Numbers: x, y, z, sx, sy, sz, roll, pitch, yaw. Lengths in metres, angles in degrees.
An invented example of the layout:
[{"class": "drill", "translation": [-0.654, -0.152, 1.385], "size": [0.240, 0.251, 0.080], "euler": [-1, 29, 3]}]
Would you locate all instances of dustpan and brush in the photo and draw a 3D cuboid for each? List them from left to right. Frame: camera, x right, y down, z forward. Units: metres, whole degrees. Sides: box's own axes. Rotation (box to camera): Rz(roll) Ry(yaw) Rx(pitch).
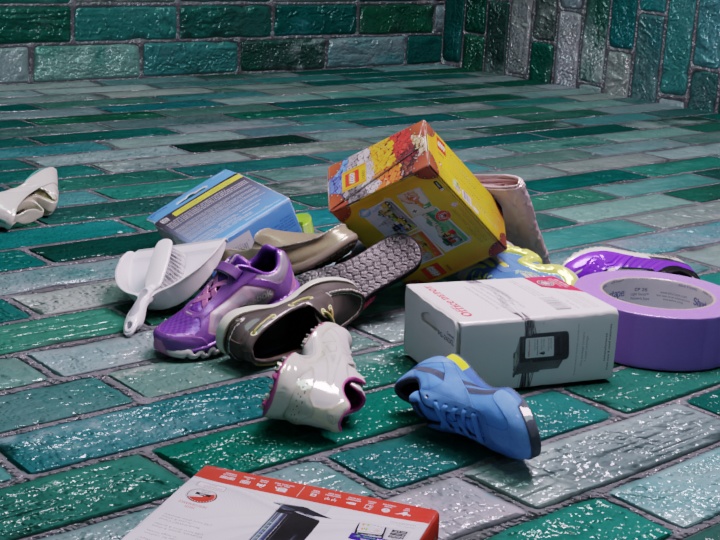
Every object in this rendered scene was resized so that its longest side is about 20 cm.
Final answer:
[{"class": "dustpan and brush", "translation": [-0.247, 0.018, 1.584], "size": [0.138, 0.058, 0.201], "euler": [-7, 44, 17]}]

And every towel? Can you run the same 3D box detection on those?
[{"class": "towel", "translation": [0.156, -0.070, 1.806], "size": [0.189, 0.200, 0.032], "euler": [8, 60, 26]}]

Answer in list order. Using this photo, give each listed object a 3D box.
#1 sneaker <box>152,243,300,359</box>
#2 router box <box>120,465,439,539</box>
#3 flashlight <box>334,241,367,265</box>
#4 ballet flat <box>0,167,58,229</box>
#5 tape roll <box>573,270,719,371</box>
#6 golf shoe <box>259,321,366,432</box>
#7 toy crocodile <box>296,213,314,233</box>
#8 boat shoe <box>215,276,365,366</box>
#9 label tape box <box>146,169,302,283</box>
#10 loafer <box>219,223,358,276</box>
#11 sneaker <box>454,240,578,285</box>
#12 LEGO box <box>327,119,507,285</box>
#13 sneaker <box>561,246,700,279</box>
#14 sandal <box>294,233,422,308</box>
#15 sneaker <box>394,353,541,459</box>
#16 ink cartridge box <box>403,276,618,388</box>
[{"class": "sneaker", "translation": [-0.152, 0.030, 1.483], "size": [0.199, 0.089, 0.080], "euler": [-26, 35, -32]}, {"class": "router box", "translation": [-0.061, 0.213, 0.952], "size": [0.198, 0.049, 0.179], "euler": [8, 16, 17]}, {"class": "flashlight", "translation": [0.000, 0.000, 1.721], "size": [0.067, 0.068, 0.200], "euler": [-28, 6, 12]}, {"class": "ballet flat", "translation": [-0.503, -0.103, 2.006], "size": [0.069, 0.070, 0.200], "euler": [8, 20, 17]}, {"class": "tape roll", "translation": [0.352, 0.057, 1.573], "size": [0.198, 0.066, 0.200], "euler": [2, 15, -1]}, {"class": "golf shoe", "translation": [-0.032, 0.112, 1.316], "size": [0.091, 0.076, 0.200], "euler": [22, 21, 9]}, {"class": "toy crocodile", "translation": [-0.164, -0.057, 1.874], "size": [0.198, 0.068, 0.062], "euler": [1, 17, -7]}, {"class": "boat shoe", "translation": [-0.066, 0.061, 1.473], "size": [0.200, 0.072, 0.060], "euler": [-19, 30, -38]}, {"class": "label tape box", "translation": [-0.188, -0.061, 1.789], "size": [0.143, 0.067, 0.200], "euler": [-33, 28, -19]}, {"class": "loafer", "translation": [-0.099, -0.023, 1.625], "size": [0.198, 0.069, 0.076], "euler": [-20, -2, 18]}, {"class": "sneaker", "translation": [0.181, 0.008, 1.696], "size": [0.198, 0.077, 0.105], "euler": [14, 19, 32]}, {"class": "LEGO box", "translation": [0.074, -0.077, 1.669], "size": [0.148, 0.200, 0.078], "euler": [-23, 47, 24]}, {"class": "sneaker", "translation": [0.358, 0.016, 1.712], "size": [0.198, 0.070, 0.100], "euler": [-1, 18, -13]}, {"class": "sandal", "translation": [-0.013, 0.022, 1.591], "size": [0.199, 0.045, 0.075], "euler": [-26, 70, -17]}, {"class": "sneaker", "translation": [0.098, 0.138, 1.248], "size": [0.078, 0.067, 0.200], "euler": [-16, 21, -21]}, {"class": "ink cartridge box", "translation": [0.162, 0.068, 1.458], "size": [0.198, 0.084, 0.145], "euler": [-4, 17, -22]}]
